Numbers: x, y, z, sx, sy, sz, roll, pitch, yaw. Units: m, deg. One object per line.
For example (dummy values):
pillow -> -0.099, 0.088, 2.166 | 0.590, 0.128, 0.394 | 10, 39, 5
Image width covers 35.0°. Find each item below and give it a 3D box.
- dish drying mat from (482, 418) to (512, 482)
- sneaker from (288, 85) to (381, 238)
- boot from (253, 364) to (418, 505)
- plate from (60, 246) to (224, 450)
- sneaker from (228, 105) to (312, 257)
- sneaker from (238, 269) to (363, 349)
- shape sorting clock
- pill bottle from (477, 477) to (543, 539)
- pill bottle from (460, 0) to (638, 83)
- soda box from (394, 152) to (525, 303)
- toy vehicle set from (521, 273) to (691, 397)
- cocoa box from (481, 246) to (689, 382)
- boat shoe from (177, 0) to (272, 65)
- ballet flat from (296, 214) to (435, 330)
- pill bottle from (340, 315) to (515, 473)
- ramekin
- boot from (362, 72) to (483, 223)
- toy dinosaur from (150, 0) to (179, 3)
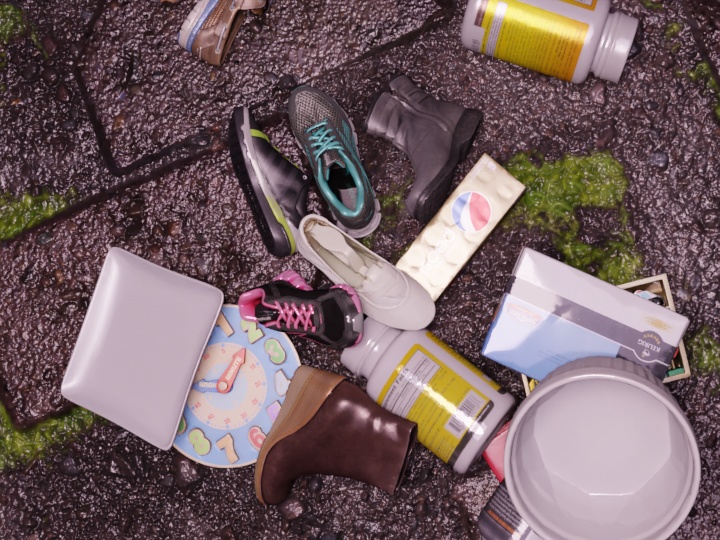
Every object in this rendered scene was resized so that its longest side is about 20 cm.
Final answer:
dish drying mat -> 0.226, 0.274, 1.381 | 0.076, 0.018, 0.202 | -34, 83, 3
sneaker -> -0.032, -0.140, 1.396 | 0.077, 0.091, 0.202 | -28, 84, 3
boot -> -0.032, 0.226, 1.348 | 0.165, 0.072, 0.203 | 28, 113, 18
plate -> -0.266, 0.093, 1.411 | 0.198, 0.032, 0.203 | 19, 90, 30
sneaker -> -0.104, -0.112, 1.427 | 0.082, 0.072, 0.203 | -18, 85, -19
sneaker -> -0.074, 0.052, 1.339 | 0.094, 0.199, 0.081 | -9, 102, -36
shape sorting clock -> -0.168, 0.144, 1.421 | 0.196, 0.039, 0.204 | 0, 87, 7
pill bottle -> 0.205, 0.276, 1.321 | 0.106, 0.106, 0.201 | 35, 89, 7
pill bottle -> 0.226, -0.293, 1.368 | 0.197, 0.109, 0.111 | 20, 89, 7
soda box -> 0.114, -0.040, 1.389 | 0.067, 0.064, 0.201 | 39, 91, 7
toy vehicle set -> 0.286, 0.090, 1.380 | 0.196, 0.027, 0.127 | -15, 85, 5
cocoa box -> 0.250, 0.074, 1.303 | 0.197, 0.133, 0.133 | 24, 92, 7
boat shoe -> -0.147, -0.349, 1.437 | 0.072, 0.072, 0.201 | 36, 101, 2
ballet flat -> 0.000, 0.000, 1.336 | 0.199, 0.069, 0.070 | 36, 91, 18
pill bottle -> 0.076, 0.137, 1.354 | 0.199, 0.111, 0.112 | 38, 91, 14
ramekin -> 0.251, 0.186, 1.194 | 0.196, 0.105, 0.204 | 3, 105, 13
boot -> 0.057, -0.147, 1.366 | 0.130, 0.070, 0.201 | 24, 45, 6
toy dinosaur -> -0.255, -0.424, 1.447 | 0.134, 0.086, 0.202 | 27, 73, -4
